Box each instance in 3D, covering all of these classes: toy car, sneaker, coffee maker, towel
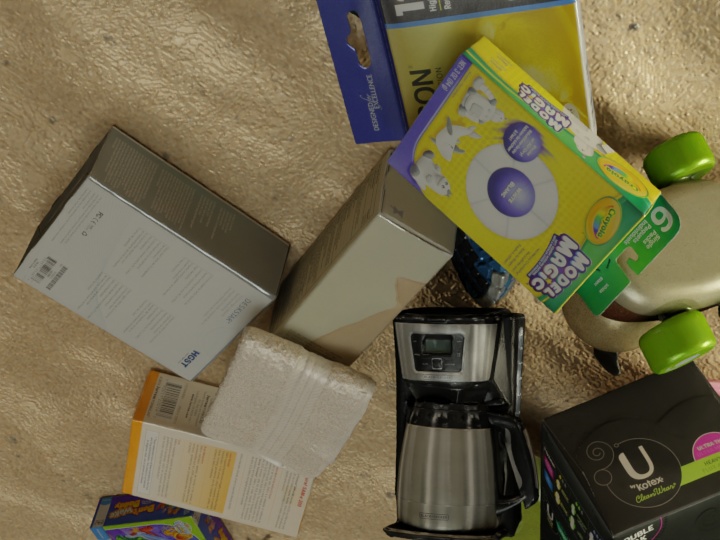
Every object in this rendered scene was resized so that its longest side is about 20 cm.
[{"bbox_3d":[0.230,0.013,1.034,0.156,0.166,0.200,-18,163,-21],"label":"toy car"},{"bbox_3d":[0.137,-0.040,1.060,0.086,0.075,0.201,-25,157,-24],"label":"sneaker"},{"bbox_3d":[0.085,0.135,1.137,0.132,0.192,0.203,2,88,-4],"label":"coffee maker"},{"bbox_3d":[-0.073,0.130,1.157,0.131,0.035,0.201,23,143,-4],"label":"towel"}]

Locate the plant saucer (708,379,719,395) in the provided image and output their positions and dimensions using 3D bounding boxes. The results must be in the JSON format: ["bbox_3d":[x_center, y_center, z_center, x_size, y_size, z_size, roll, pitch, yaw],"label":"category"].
[{"bbox_3d":[0.315,0.199,1.195,0.197,0.051,0.204,-2,103,-10],"label":"plant saucer"}]

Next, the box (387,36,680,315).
[{"bbox_3d":[0.126,-0.059,0.907,0.199,0.048,0.118,41,129,5],"label":"box"}]

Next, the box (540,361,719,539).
[{"bbox_3d":[0.240,0.202,1.042,0.147,0.125,0.202,-20,138,-11],"label":"box"}]

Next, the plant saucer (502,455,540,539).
[{"bbox_3d":[0.146,0.246,1.287,0.197,0.031,0.201,20,143,15],"label":"plant saucer"}]

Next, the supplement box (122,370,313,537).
[{"bbox_3d":[-0.143,0.194,1.308,0.197,0.074,0.127,15,131,-3],"label":"supplement box"}]

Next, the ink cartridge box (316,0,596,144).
[{"bbox_3d":[0.067,-0.174,0.926,0.197,0.047,0.199,-7,130,13],"label":"ink cartridge box"}]

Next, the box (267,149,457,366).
[{"bbox_3d":[0.000,0.000,1.101,0.077,0.096,0.200,29,131,-16],"label":"box"}]

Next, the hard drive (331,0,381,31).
[{"bbox_3d":[0.070,-0.251,0.909,0.138,0.033,0.200,28,129,-15],"label":"hard drive"}]

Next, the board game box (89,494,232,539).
[{"bbox_3d":[-0.215,0.344,1.470,0.133,0.045,0.202,-10,128,18],"label":"board game box"}]

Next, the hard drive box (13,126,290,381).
[{"bbox_3d":[-0.190,-0.009,1.137,0.199,0.077,0.156,35,128,-19],"label":"hard drive box"}]
